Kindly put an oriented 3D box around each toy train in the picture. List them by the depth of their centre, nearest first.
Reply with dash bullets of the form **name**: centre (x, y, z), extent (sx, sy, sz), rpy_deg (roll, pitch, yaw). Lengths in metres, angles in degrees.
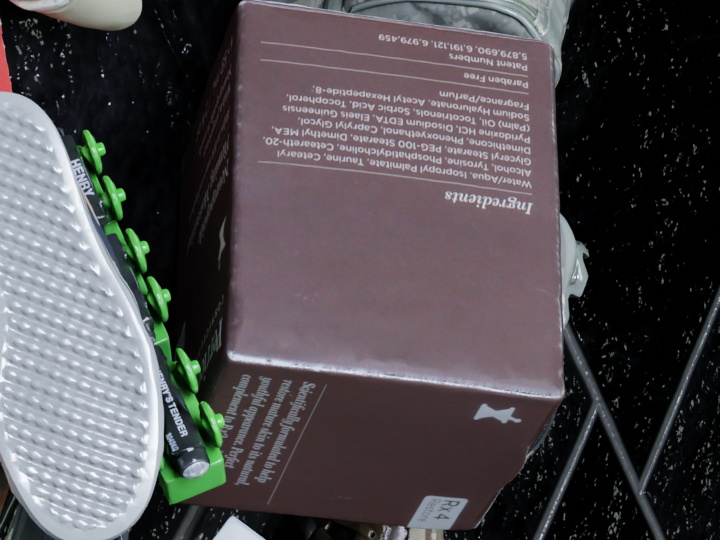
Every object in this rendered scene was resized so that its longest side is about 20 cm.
- **toy train**: centre (-0.110, 0.019, 1.246), extent (0.057, 0.041, 0.201), rpy_deg (87, -20, -58)

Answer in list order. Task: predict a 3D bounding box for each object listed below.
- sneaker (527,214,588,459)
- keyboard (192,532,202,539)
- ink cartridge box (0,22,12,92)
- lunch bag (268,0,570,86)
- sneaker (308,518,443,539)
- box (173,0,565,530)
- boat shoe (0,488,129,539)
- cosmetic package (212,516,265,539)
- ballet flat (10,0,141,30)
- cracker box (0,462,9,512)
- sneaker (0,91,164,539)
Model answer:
- **sneaker**: centre (0.085, 0.032, 1.651), extent (0.089, 0.074, 0.201), rpy_deg (59, 35, -42)
- **keyboard**: centre (-0.118, 0.197, 1.286), extent (0.128, 0.021, 0.200), rpy_deg (-64, 169, 18)
- **ink cartridge box**: centre (-0.200, -0.047, 1.195), extent (0.200, 0.050, 0.162), rpy_deg (-33, 120, -51)
- **lunch bag**: centre (0.046, -0.163, 1.441), extent (0.140, 0.167, 0.201), rpy_deg (56, 36, -37)
- **sneaker**: centre (-0.014, 0.187, 1.475), extent (0.075, 0.070, 0.201), rpy_deg (25, 81, -53)
- **box**: centre (0.000, 0.000, 1.315), extent (0.166, 0.163, 0.201), rpy_deg (116, -22, -58)
- **boat shoe**: centre (-0.139, 0.143, 1.178), extent (0.066, 0.074, 0.200), rpy_deg (85, 20, -60)
- **cosmetic package**: centre (-0.103, 0.224, 1.254), extent (0.200, 0.052, 0.151), rpy_deg (-52, 168, -17)
- **ballet flat**: centre (-0.172, -0.168, 1.210), extent (0.200, 0.069, 0.070), rpy_deg (53, 48, -32)
- **cracker box**: centre (-0.224, 0.154, 1.113), extent (0.134, 0.057, 0.201), rpy_deg (32, 74, -67)
- **sneaker**: centre (-0.134, 0.025, 1.172), extent (0.079, 0.078, 0.201), rpy_deg (109, -33, -76)
